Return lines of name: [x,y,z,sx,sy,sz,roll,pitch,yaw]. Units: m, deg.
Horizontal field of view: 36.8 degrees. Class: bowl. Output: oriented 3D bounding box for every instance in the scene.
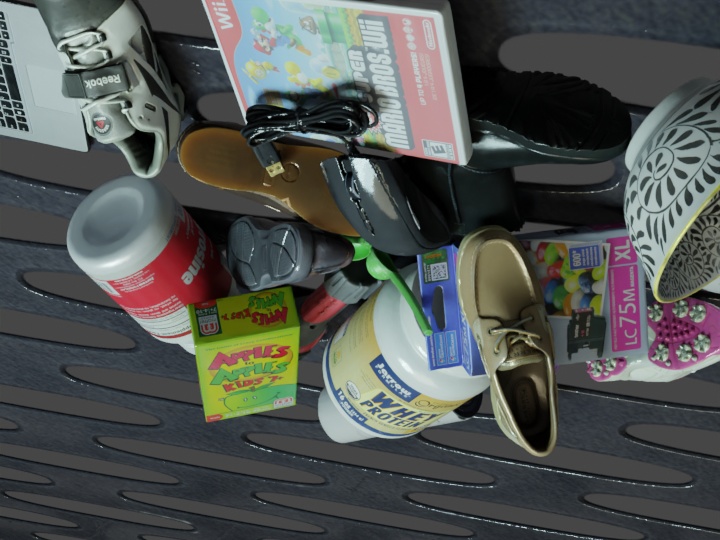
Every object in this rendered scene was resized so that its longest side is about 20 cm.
bowl: [0.259,-0.080,0.794,0.094,0.201,0.201,49,160,25]

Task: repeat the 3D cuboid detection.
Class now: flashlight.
flashlight: [-0.045,0.036,1.143,0.068,0.068,0.200,19,150,-19]

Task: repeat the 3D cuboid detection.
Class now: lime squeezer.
lime squeezer: [0.000,0.000,1.011,0.200,0.071,0.038,19,154,39]

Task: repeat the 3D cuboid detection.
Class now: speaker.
speaker: [0.044,0.154,1.292,0.200,0.081,0.081,-19,138,40]

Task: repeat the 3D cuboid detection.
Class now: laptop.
laptop: [-0.351,-0.136,0.917,0.199,0.116,0.187,12,150,0]

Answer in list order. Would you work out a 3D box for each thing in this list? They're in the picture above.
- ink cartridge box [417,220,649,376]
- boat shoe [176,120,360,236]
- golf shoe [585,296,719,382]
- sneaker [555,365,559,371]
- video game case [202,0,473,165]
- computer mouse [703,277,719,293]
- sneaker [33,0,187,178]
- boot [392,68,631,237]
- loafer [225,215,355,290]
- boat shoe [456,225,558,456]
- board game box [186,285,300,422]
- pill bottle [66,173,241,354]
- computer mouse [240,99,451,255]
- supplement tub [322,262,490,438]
ink cartridge box: [0.155,0.027,0.966,0.199,0.120,0.042,-6,-168,-3]
boat shoe: [-0.064,-0.086,0.960,0.200,0.071,0.070,21,-174,-14]
golf shoe: [0.314,0.073,1.080,0.091,0.076,0.200,12,165,-24]
sneaker: [0.182,0.123,1.189,0.080,0.089,0.200,6,147,12]
video game case: [-0.017,-0.151,0.815,0.200,0.017,0.143,13,144,25]
computer mouse: [0.346,0.006,0.986,0.200,0.044,0.110,24,148,-20]
sneaker: [-0.198,-0.152,0.863,0.074,0.089,0.200,-8,144,19]
boot: [0.116,-0.085,0.886,0.198,0.073,0.163,11,147,15]
loafer: [-0.071,-0.015,1.027,0.063,0.072,0.200,1,-178,-26]
boat shoe: [0.134,0.059,0.916,0.071,0.065,0.200,-18,105,-3]
board game box: [-0.117,0.090,1.107,0.101,0.048,0.200,-10,153,-10]
pill bottle: [-0.196,0.002,1.094,0.112,0.112,0.200,-4,146,24]
computer mouse: [-0.018,-0.064,0.888,0.140,0.046,0.200,6,152,33]
supplement tub: [0.060,0.077,1.100,0.144,0.145,0.200,21,148,-16]
